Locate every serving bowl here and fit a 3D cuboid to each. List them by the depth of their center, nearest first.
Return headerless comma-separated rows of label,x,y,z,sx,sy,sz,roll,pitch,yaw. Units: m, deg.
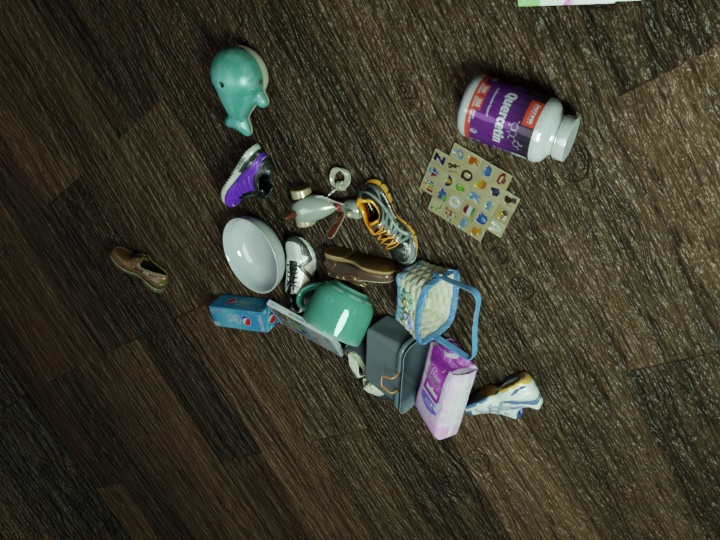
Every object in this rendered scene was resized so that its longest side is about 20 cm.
serving bowl,-0.255,-0.048,1.830,0.198,0.065,0.204,24,129,33

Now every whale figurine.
whale figurine,-0.275,-0.390,1.609,0.157,0.104,0.203,28,131,18

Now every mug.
mug,-0.059,0.084,1.712,0.183,0.152,0.116,27,93,-4

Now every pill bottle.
pill bottle,0.276,-0.262,1.282,0.197,0.112,0.114,25,130,21

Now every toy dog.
toy dog,-0.093,-0.136,1.642,0.198,0.096,0.133,-18,107,42

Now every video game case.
video game case,-0.138,0.147,1.858,0.197,0.018,0.144,26,163,20

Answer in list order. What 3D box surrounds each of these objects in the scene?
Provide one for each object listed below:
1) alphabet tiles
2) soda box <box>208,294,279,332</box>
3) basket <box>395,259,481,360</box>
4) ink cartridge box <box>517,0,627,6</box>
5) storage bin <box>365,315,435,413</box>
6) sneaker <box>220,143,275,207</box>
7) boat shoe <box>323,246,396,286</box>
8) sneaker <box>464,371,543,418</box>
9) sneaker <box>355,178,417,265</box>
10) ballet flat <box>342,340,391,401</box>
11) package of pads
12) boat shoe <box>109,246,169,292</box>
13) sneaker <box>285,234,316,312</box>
alphabet tiles,0.216,-0.156,1.467,0.198,0.006,0.168,33,132,15
soda box,-0.314,0.115,1.981,0.197,0.068,0.065,4,121,34
basket,0.169,0.083,1.560,0.198,0.138,0.179,23,130,34
ink cartridge box,0.345,-0.476,1.126,0.197,0.067,0.119,11,123,32
storage bin,0.079,0.215,1.721,0.133,0.145,0.203,26,131,33
sneaker,-0.261,-0.199,1.744,0.099,0.070,0.200,43,134,2
boat shoe,0.000,0.000,1.680,0.198,0.070,0.072,17,120,37
sneaker,0.316,0.301,1.636,0.199,0.075,0.089,-32,98,44
sneaker,0.051,-0.094,1.578,0.078,0.077,0.202,-25,103,41
ballet flat,0.020,0.260,1.830,0.072,0.073,0.202,-25,101,43
package of pads,0.192,0.271,1.668,0.121,0.074,0.203,52,140,46
boat shoe,-0.642,-0.020,2.141,0.198,0.072,0.069,32,128,3
sneaker,-0.150,0.012,1.791,0.073,0.080,0.204,7,120,34
